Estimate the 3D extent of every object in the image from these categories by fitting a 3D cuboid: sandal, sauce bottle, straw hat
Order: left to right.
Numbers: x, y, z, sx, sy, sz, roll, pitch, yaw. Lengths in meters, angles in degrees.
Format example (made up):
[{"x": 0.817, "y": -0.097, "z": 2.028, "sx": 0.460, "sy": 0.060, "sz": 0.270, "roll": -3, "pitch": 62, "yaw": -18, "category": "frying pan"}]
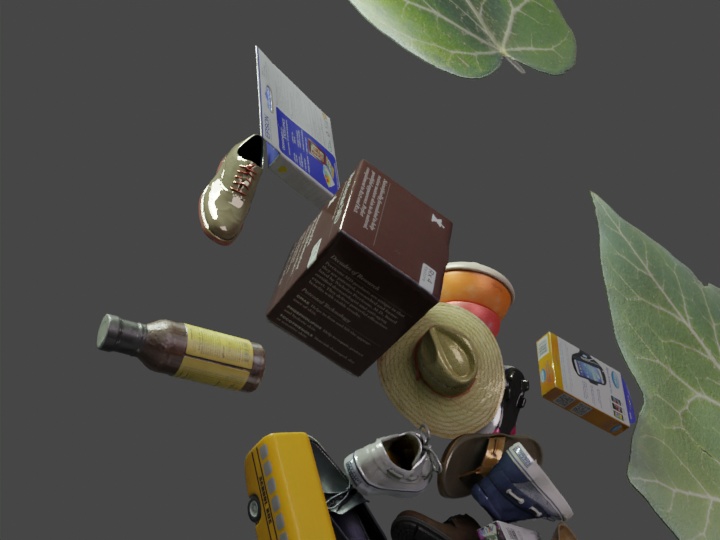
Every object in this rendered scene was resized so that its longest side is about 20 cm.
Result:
[{"x": -0.209, "y": 0.094, "z": 1.034, "sx": 0.197, "sy": 0.065, "sz": 0.066, "roll": 20, "pitch": 44, "yaw": -30, "category": "sauce bottle"}, {"x": 0.122, "y": 0.124, "z": 1.224, "sx": 0.196, "sy": 0.085, "sz": 0.206, "roll": 2, "pitch": 68, "yaw": -4, "category": "straw hat"}, {"x": 0.184, "y": 0.260, "z": 1.184, "sx": 0.196, "sy": 0.054, "sz": 0.083, "roll": 1, "pitch": 86, "yaw": -35, "category": "sandal"}]

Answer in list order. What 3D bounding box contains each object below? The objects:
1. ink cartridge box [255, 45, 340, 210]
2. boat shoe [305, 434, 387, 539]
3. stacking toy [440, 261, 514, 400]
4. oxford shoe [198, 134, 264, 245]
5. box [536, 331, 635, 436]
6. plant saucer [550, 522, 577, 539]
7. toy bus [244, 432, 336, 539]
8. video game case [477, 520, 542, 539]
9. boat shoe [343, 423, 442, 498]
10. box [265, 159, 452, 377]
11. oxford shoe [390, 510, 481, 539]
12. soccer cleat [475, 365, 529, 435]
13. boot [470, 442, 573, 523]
[{"x": -0.109, "y": -0.217, "z": 1.376, "sx": 0.199, "sy": 0.046, "sz": 0.201, "roll": 36, "pitch": 36, "yaw": -43, "category": "ink cartridge box"}, {"x": -0.023, "y": 0.280, "z": 1.042, "sx": 0.074, "sy": 0.062, "sz": 0.202, "roll": -11, "pitch": 63, "yaw": -45, "category": "boat shoe"}, {"x": 0.153, "y": 0.103, "z": 1.337, "sx": 0.144, "sy": 0.146, "sz": 0.204, "roll": 27, "pitch": 58, "yaw": -21, "category": "stacking toy"}, {"x": -0.179, "y": -0.122, "z": 1.246, "sx": 0.069, "sy": 0.075, "sz": 0.203, "roll": 26, "pitch": 42, "yaw": -21, "category": "oxford shoe"}, {"x": 0.391, "y": 0.201, "z": 1.514, "sx": 0.198, "sy": 0.041, "sz": 0.121, "roll": 31, "pitch": 40, "yaw": -22, "category": "box"}, {"x": 0.295, "y": 0.439, "z": 1.164, "sx": 0.202, "sy": 0.035, "sz": 0.201, "roll": 56, "pitch": 16, "yaw": -24, "category": "plant saucer"}, {"x": -0.073, "y": 0.290, "z": 0.972, "sx": 0.064, "sy": 0.078, "sz": 0.203, "roll": 7, "pitch": 51, "yaw": -37, "category": "toy bus"}, {"x": 0.220, "y": 0.413, "z": 1.098, "sx": 0.200, "sy": 0.035, "sz": 0.184, "roll": 37, "pitch": 29, "yaw": -59, "category": "video game case"}, {"x": 0.060, "y": 0.231, "z": 1.100, "sx": 0.201, "sy": 0.086, "sz": 0.075, "roll": 23, "pitch": 33, "yaw": -58, "category": "boat shoe"}, {"x": 0.000, "y": 0.000, "z": 1.202, "sx": 0.163, "sy": 0.200, "sz": 0.168, "roll": 33, "pitch": 39, "yaw": -13, "category": "box"}, {"x": 0.110, "y": 0.343, "z": 1.106, "sx": 0.199, "sy": 0.072, "sz": 0.086, "roll": 38, "pitch": 34, "yaw": -29, "category": "oxford shoe"}, {"x": 0.187, "y": 0.235, "z": 1.280, "sx": 0.069, "sy": 0.086, "sz": 0.203, "roll": 36, "pitch": 61, "yaw": -26, "category": "soccer cleat"}, {"x": 0.210, "y": 0.299, "z": 1.153, "sx": 0.200, "sy": 0.090, "sz": 0.073, "roll": 50, "pitch": 2, "yaw": -45, "category": "boot"}]
